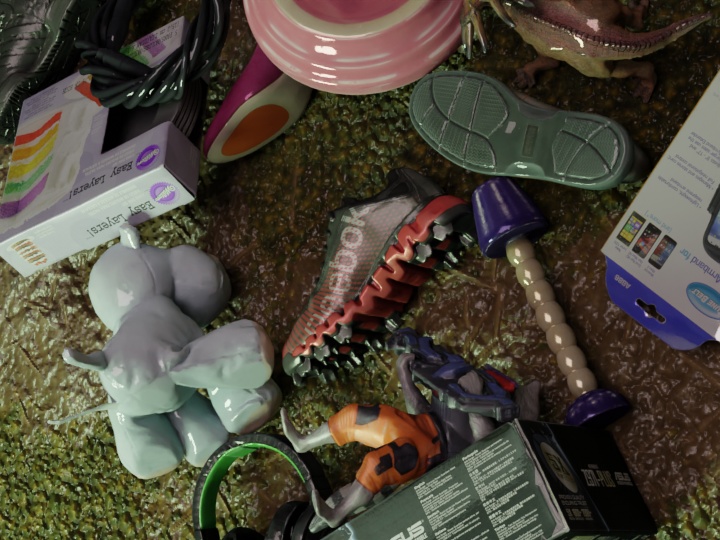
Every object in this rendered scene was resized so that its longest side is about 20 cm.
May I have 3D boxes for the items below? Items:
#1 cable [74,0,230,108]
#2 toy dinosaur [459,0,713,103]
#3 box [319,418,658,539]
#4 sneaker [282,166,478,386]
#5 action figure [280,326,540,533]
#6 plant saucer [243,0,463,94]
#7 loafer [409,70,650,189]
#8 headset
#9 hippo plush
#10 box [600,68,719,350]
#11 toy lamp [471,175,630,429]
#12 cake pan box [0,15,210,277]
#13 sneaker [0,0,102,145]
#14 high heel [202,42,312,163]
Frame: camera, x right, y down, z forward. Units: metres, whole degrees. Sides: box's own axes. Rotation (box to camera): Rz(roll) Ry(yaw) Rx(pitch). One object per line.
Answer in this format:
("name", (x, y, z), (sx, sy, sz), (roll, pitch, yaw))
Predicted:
("cable", (-0.174, -0.208, 1.474), (0.162, 0.051, 0.201), (-34, 40, 13))
("toy dinosaur", (0.147, -0.179, 1.282), (0.198, 0.135, 0.087), (16, 91, 32))
("box", (0.085, 0.193, 1.248), (0.199, 0.163, 0.087), (-35, 67, 23))
("sneaker", (0.000, 0.000, 1.384), (0.201, 0.071, 0.098), (-48, 62, 14))
("action figure", (0.041, 0.117, 1.304), (0.191, 0.200, 0.106), (-13, 108, -9))
("plant saucer", (0.001, -0.239, 1.388), (0.198, 0.051, 0.203), (-4, 68, 9))
("loafer", (0.127, -0.099, 1.331), (0.199, 0.063, 0.073), (22, 95, 36))
("headset", (-0.073, 0.227, 1.381), (0.123, 0.094, 0.202), (-27, 74, 26))
("hippo plush", (-0.172, 0.063, 1.441), (0.162, 0.198, 0.160), (-113, 32, -41))
("box", (0.261, -0.042, 1.249), (0.119, 0.041, 0.201), (40, 106, 30))
("toy lamp", (0.137, 0.023, 1.306), (0.058, 0.058, 0.201), (-32, 70, 24))
("cake pan box", (-0.215, -0.107, 1.500), (0.199, 0.052, 0.186), (-22, 46, 27))
("sneaker", (-0.306, -0.222, 1.616), (0.104, 0.060, 0.201), (37, 97, 29))
("high heel", (-0.073, -0.183, 1.467), (0.200, 0.067, 0.096), (-44, 57, 11))
